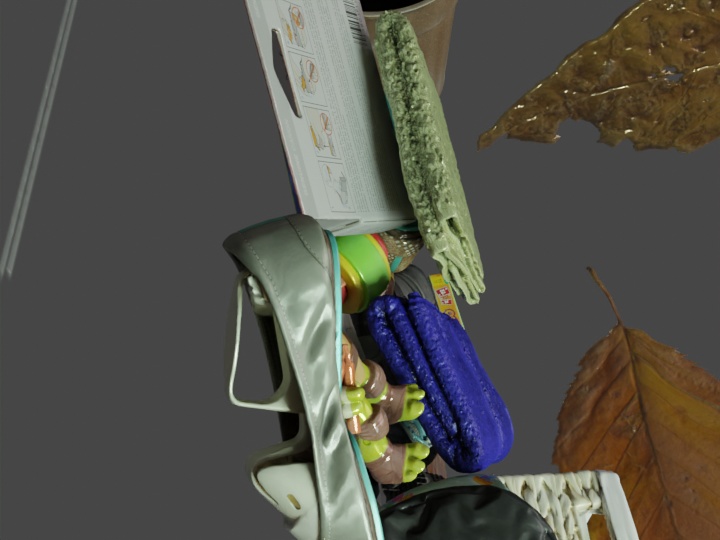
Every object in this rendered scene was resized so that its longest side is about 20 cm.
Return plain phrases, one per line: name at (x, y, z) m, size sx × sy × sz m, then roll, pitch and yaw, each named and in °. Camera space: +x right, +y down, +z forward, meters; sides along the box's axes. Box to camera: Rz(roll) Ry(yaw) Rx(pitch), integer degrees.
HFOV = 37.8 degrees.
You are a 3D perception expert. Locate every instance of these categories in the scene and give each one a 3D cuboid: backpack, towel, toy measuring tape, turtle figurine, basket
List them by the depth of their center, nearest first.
turtle figurine at (-0.014, 0.069, 0.671) m, size 0.162 × 0.064 × 0.201 m, roll 53°, pitch 11°, yaw -34°
backpack at (0.061, 0.222, 0.762) m, size 0.200 × 0.165 × 0.128 m, roll 84°, pitch -5°, yaw -68°
towel at (0.051, -0.082, 0.794) m, size 0.148 × 0.036 × 0.202 m, roll 55°, pitch 21°, yaw -65°
towel at (0.074, 0.087, 0.842) m, size 0.148 × 0.049 × 0.200 m, roll 60°, pitch 10°, yaw 13°
toy measuring tape at (-0.002, 0.029, 0.842) m, size 0.074 × 0.073 × 0.201 m, roll -93°, pitch 168°, yaw -56°
basket at (0.154, 0.283, 0.925) m, size 0.136 × 0.122 × 0.201 m, roll -98°, pitch -165°, yaw -44°

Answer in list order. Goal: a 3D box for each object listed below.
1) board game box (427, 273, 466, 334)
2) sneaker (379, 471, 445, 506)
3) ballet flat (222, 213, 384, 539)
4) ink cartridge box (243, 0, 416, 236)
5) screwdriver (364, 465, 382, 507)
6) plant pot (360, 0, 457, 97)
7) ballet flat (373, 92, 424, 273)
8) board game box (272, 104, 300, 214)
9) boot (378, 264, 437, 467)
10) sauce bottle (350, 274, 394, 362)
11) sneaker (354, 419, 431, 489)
board game box at (0.081, 0.097, 1.222) m, size 0.201 × 0.030 × 0.096 m, roll 101°, pitch -23°, yaw -57°
sneaker at (0.051, 0.267, 1.068) m, size 0.200 × 0.073 × 0.081 m, roll -65°, pitch 158°, yaw -74°
ballet flat at (-0.033, 0.074, 0.521) m, size 0.067 × 0.063 × 0.202 m, roll -174°, pitch -106°, yaw -69°
ink cartridge box at (-0.037, -0.125, 0.732) m, size 0.176 × 0.044 × 0.202 m, roll -7°, pitch 81°, yaw -62°
screwdriver at (0.013, 0.196, 0.916) m, size 0.200 × 0.028 × 0.029 m, roll 58°, pitch 50°, yaw -68°
plant pot at (0.019, -0.272, 1.129) m, size 0.199 × 0.198 × 0.202 m, roll 85°, pitch -1°, yaw -56°
ballet flat at (0.017, -0.075, 0.909) m, size 0.201 × 0.070 × 0.066 m, roll -93°, pitch -164°, yaw -47°
board game box at (-0.040, -0.127, 0.903) m, size 0.135 × 0.044 × 0.202 m, roll -77°, pitch 156°, yaw -76°
boot at (0.060, 0.093, 1.073) m, size 0.131 × 0.069 × 0.202 m, roll -7°, pitch 87°, yaw -67°
sauce bottle at (0.000, 0.000, 0.987) m, size 0.065 × 0.064 × 0.201 m, roll 74°, pitch 8°, yaw -47°
sneaker at (0.037, 0.127, 0.910) m, size 0.078 × 0.086 × 0.200 m, roll 61°, pitch -1°, yaw 0°
